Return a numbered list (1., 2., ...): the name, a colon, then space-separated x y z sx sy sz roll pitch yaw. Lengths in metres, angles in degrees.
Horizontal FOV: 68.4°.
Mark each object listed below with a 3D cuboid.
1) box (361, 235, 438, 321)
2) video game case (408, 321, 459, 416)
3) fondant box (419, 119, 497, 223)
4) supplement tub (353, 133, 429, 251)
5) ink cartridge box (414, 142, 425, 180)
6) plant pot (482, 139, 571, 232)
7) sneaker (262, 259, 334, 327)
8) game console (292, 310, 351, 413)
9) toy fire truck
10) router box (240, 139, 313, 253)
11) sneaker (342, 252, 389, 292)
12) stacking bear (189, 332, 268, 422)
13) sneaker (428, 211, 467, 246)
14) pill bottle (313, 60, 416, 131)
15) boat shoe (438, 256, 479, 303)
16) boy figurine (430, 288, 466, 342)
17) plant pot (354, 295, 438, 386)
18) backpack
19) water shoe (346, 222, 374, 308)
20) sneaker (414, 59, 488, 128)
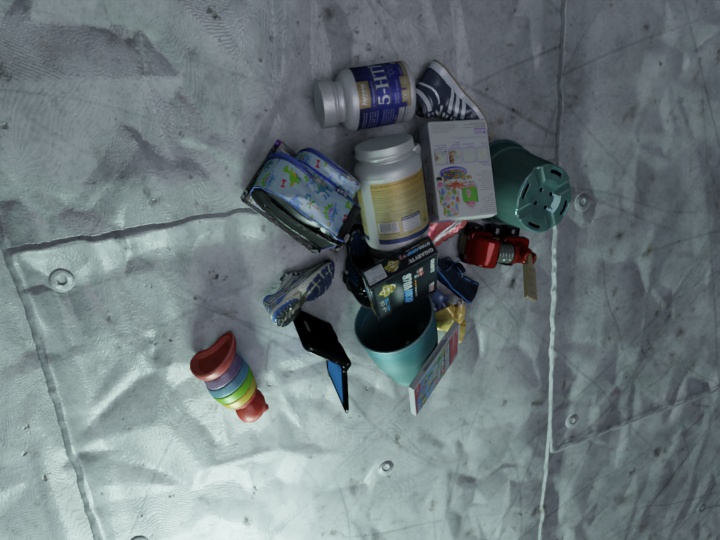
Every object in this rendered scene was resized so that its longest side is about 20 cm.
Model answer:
1. box: 0.087 0.023 1.120 0.155 0.047 0.201 -27 156 -5
2. video game case: 0.179 0.235 1.265 0.201 0.017 0.145 -49 151 -25
3. fondant box: 0.208 -0.212 1.135 0.139 0.058 0.208 -6 88 -17
4. supplement tub: 0.062 -0.160 1.077 0.140 0.145 0.207 -17 115 -12
5. ink cartridge box: 0.124 -0.170 1.220 0.144 0.084 0.201 -42 116 1
6. plant pot: 0.374 -0.189 1.238 0.193 0.196 0.208 -6 110 -16
7. sneaker: -0.141 0.031 1.206 0.199 0.084 0.078 -40 150 -26
8. game console: -0.096 0.201 1.213 0.172 0.200 0.119 27 99 -25
9. toy fire truck: 0.349 -0.024 1.285 0.169 0.200 0.134 2 109 -19
10. router box: -0.139 -0.158 1.151 0.198 0.051 0.151 35 93 -26
11. sneaker: 0.051 0.023 1.272 0.193 0.073 0.116 13 110 -7
12. stacking bear: -0.289 0.269 1.228 0.119 0.114 0.203 -32 121 -5
13. sneaker: 0.143 -0.088 1.182 0.198 0.074 0.088 -40 105 -6
14. pill bottle: 0.007 -0.356 1.093 0.193 0.120 0.124 -14 113 -14
15. boat shoe: 0.230 0.006 1.335 0.070 0.084 0.199 -54 133 -2
16. boy figurine: 0.218 0.106 1.355 0.122 0.066 0.200 -27 123 31
17. plant pot: 0.105 0.172 1.285 0.196 0.201 0.191 -31 130 -5
18. backpack: -0.108 -0.149 1.040 0.197 0.182 0.151 31 77 -20
19. water shoe: 0.000 0.000 1.181 0.069 0.079 0.207 -11 109 4
20. sneaker: 0.194 -0.353 1.185 0.199 0.070 0.109 42 90 -21
